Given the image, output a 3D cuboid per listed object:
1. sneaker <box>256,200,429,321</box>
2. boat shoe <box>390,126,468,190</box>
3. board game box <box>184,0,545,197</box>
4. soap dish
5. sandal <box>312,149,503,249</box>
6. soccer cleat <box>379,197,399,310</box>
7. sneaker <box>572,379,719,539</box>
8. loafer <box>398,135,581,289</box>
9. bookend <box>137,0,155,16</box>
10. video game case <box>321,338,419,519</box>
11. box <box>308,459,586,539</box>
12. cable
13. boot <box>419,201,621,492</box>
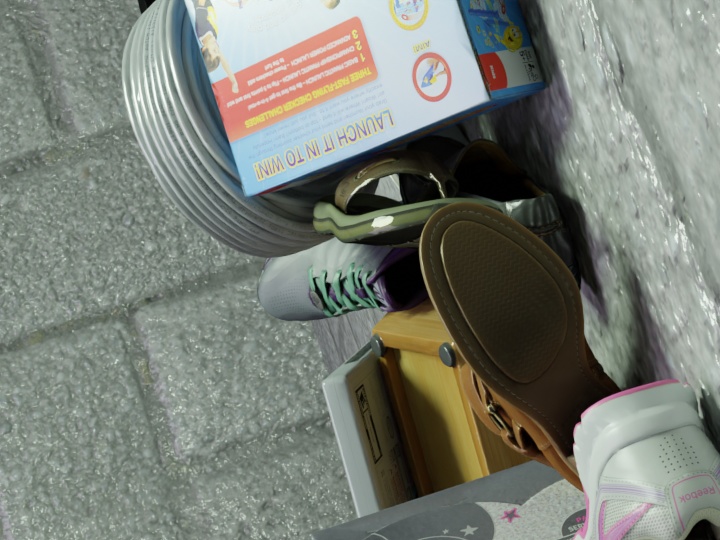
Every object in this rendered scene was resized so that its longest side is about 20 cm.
[{"bbox_3d":[0.000,0.000,1.207,0.074,0.200,0.088,55,-148,-19],"label":"sneaker"},{"bbox_3d":[0.029,-0.115,1.289,0.070,0.071,0.200,86,159,-55],"label":"boat shoe"},{"bbox_3d":[-0.012,-0.164,1.010,0.200,0.056,0.196,-18,90,41],"label":"board game box"},{"bbox_3d":[0.085,0.109,1.179,0.157,0.081,0.200,6,114,66],"label":"soap dish"},{"bbox_3d":[0.019,-0.043,1.022,0.201,0.080,0.058,-164,79,-68],"label":"sandal"},{"bbox_3d":[0.040,-0.005,1.327,0.200,0.070,0.086,61,-149,-47],"label":"soccer cleat"},{"bbox_3d":[0.151,0.153,0.878,0.088,0.081,0.200,-112,7,-47],"label":"sneaker"},{"bbox_3d":[0.077,-0.048,1.063,0.200,0.073,0.072,-134,34,-55],"label":"loafer"},{"bbox_3d":[-0.107,-0.231,1.534,0.200,0.198,0.092,79,169,-50],"label":"bookend"},{"bbox_3d":[0.029,0.152,1.242,0.182,0.022,0.201,-34,-70,-73],"label":"video game case"},{"bbox_3d":[0.085,0.203,1.038,0.132,0.200,0.115,-120,14,-60],"label":"box"},{"bbox_3d":[-0.067,-0.108,1.148,0.200,0.069,0.200,54,-141,-16],"label":"cable"},{"bbox_3d":[0.083,0.051,0.974,0.200,0.074,0.155,53,168,-8],"label":"boot"}]
